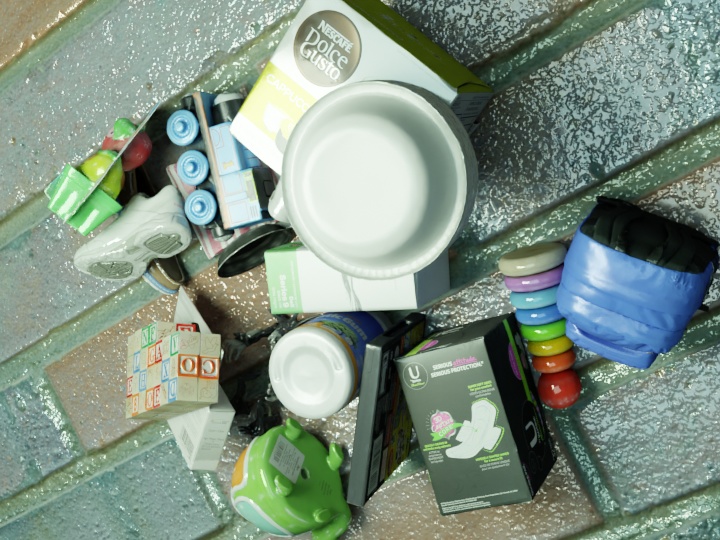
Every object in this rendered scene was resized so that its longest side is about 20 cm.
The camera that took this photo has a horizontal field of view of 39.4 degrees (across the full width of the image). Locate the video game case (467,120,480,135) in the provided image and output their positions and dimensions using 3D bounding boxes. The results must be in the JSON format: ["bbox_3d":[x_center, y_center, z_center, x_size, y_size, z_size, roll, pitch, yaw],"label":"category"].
[{"bbox_3d":[0.023,-0.186,1.286,0.200,0.036,0.182,44,112,9],"label":"video game case"}]

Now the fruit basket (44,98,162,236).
[{"bbox_3d":[-0.335,-0.145,1.329,0.093,0.185,0.201,32,85,-16],"label":"fruit basket"}]

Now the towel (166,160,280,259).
[{"bbox_3d":[-0.168,-0.121,1.379,0.199,0.030,0.148,-28,88,24],"label":"towel"}]

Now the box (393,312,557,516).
[{"bbox_3d":[0.145,0.173,1.237,0.123,0.148,0.202,-15,94,25],"label":"box"}]

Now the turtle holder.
[{"bbox_3d":[-0.093,0.297,1.378,0.131,0.184,0.142,-32,53,34],"label":"turtle holder"}]

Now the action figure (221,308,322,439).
[{"bbox_3d":[-0.126,0.134,1.369,0.118,0.102,0.201,37,113,24],"label":"action figure"}]

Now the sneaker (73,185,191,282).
[{"bbox_3d":[-0.306,-0.053,1.363,0.198,0.078,0.100,-20,55,25],"label":"sneaker"}]

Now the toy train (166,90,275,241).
[{"bbox_3d":[-0.180,-0.143,1.326,0.113,0.087,0.203,-13,89,16],"label":"toy train"}]

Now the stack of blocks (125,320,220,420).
[{"bbox_3d":[-0.250,0.128,1.326,0.199,0.058,0.117,-24,63,56],"label":"stack of blocks"}]

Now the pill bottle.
[{"bbox_3d":[-0.025,0.106,1.267,0.111,0.200,0.114,4,102,21],"label":"pill bottle"}]

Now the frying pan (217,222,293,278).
[{"bbox_3d":[-0.116,-0.048,1.325,0.189,0.115,0.031,-38,76,23],"label":"frying pan"}]

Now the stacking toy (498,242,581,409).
[{"bbox_3d":[0.231,0.072,1.228,0.084,0.085,0.202,-11,100,23],"label":"stacking toy"}]

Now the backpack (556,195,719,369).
[{"bbox_3d":[0.306,0.021,1.118,0.161,0.200,0.170,17,105,18],"label":"backpack"}]

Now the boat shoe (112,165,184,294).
[{"bbox_3d":[-0.298,-0.064,1.419,0.072,0.072,0.201,-31,87,22],"label":"boat shoe"}]

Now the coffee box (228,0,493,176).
[{"bbox_3d":[0.007,-0.187,1.163,0.199,0.200,0.199,39,110,9],"label":"coffee box"}]

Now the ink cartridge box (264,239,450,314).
[{"bbox_3d":[0.000,0.000,1.268,0.198,0.146,0.085,-3,98,23],"label":"ink cartridge box"}]

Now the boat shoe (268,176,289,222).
[{"bbox_3d":[-0.073,-0.094,1.249,0.073,0.200,0.066,40,101,8],"label":"boat shoe"}]

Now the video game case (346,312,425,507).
[{"bbox_3d":[0.035,0.169,1.264,0.025,0.180,0.203,11,103,19],"label":"video game case"}]

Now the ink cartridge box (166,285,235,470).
[{"bbox_3d":[-0.221,0.144,1.374,0.200,0.044,0.178,45,122,54],"label":"ink cartridge box"}]

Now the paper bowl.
[{"bbox_3d":[0.014,-0.090,1.018,0.198,0.104,0.203,4,102,17],"label":"paper bowl"}]
